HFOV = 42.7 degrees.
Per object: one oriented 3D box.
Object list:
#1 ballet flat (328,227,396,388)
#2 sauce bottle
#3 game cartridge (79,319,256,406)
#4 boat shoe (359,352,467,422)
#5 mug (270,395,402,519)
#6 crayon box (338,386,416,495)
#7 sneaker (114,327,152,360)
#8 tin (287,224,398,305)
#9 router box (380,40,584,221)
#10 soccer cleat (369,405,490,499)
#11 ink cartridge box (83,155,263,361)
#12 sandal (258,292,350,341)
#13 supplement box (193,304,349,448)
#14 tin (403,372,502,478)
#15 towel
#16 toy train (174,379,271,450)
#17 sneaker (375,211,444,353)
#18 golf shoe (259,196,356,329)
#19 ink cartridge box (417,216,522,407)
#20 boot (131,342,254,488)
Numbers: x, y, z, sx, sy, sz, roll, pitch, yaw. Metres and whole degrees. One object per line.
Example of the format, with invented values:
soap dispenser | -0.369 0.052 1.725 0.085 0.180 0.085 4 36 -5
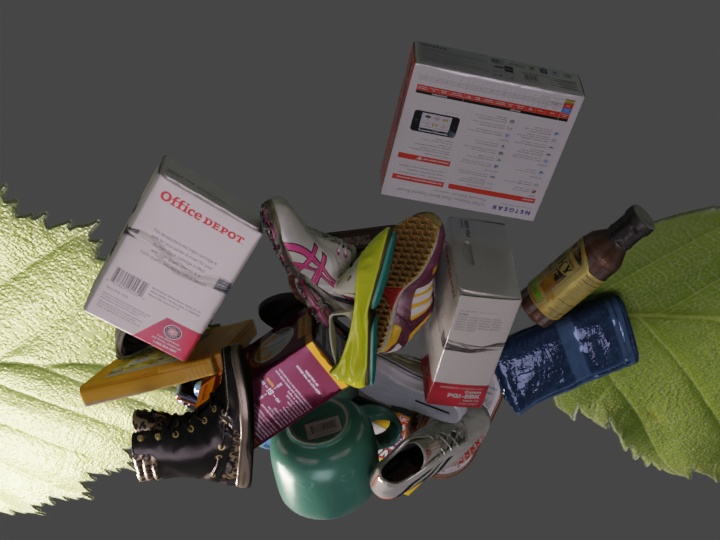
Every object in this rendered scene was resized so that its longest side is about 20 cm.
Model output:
ballet flat | -0.003 0.044 1.116 0.066 0.067 0.204 10 103 9
sauce bottle | 0.293 -0.008 1.191 0.064 0.065 0.200 30 124 -24
game cartridge | -0.254 0.120 1.242 0.196 0.176 0.033 -16 100 12
boat shoe | 0.062 0.149 1.278 0.197 0.062 0.073 22 136 17
mug | -0.044 0.240 1.295 0.150 0.185 0.116 14 133 27
crayon box | 0.037 0.256 1.426 0.197 0.059 0.173 23 128 -19
sneaker | -0.257 0.061 1.243 0.199 0.083 0.074 -35 123 27
tin | 0.000 0.000 1.219 0.196 0.042 0.113 -7 135 7
router box | 0.135 -0.157 1.070 0.196 0.049 0.181 10 131 -8
soccer cleat | 0.098 0.242 1.251 0.198 0.069 0.086 -29 159 -14
ink cartridge box | -0.228 -0.015 1.131 0.143 0.085 0.202 29 107 -17
sandal | -0.055 0.094 1.294 0.198 0.046 0.075 33 124 -25
supplement box | -0.117 0.147 1.218 0.198 0.111 0.086 -34 111 12
tin | 0.137 0.212 1.342 0.110 0.042 0.203 16 106 -25
towel | 0.281 0.115 1.275 0.197 0.049 0.113 -22 114 4
toy train | -0.182 0.190 1.356 0.197 0.088 0.115 22 134 -18
sneaker | 0.063 0.014 1.168 0.089 0.075 0.202 -3 128 -49
golf shoe | -0.055 -0.022 1.139 0.091 0.073 0.201 -31 129 0
ink cartridge box | 0.136 0.055 1.191 0.081 0.148 0.202 6 132 -7
boot | -0.206 0.184 1.132 0.147 0.074 0.203 0 121 -4
